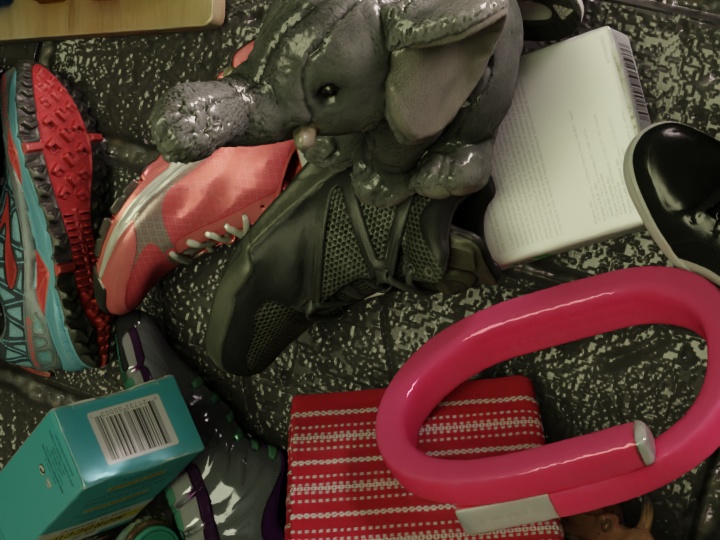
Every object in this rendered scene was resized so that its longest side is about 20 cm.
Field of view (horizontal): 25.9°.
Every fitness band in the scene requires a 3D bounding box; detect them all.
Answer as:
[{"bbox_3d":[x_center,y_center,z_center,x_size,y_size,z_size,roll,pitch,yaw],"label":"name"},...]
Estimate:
[{"bbox_3d":[0.101,0.062,0.805,0.198,0.145,0.038,-16,125,21],"label":"fitness band"}]

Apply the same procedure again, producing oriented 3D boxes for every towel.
[{"bbox_3d":[0.031,0.123,0.821,0.142,0.201,0.023,-6,122,3],"label":"towel"}]

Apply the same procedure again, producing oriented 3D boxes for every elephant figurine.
[{"bbox_3d":[0.005,-0.105,0.727,0.140,0.200,0.158,2,81,17],"label":"elephant figurine"}]

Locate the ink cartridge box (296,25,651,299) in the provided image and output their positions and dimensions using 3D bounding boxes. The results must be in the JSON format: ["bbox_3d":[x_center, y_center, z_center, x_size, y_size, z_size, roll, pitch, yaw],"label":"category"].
[{"bbox_3d":[0.069,-0.055,0.896,0.198,0.050,0.110,-17,86,22],"label":"ink cartridge box"}]

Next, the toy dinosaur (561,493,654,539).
[{"bbox_3d":[0.074,0.135,0.880,0.199,0.086,0.136,39,102,24],"label":"toy dinosaur"}]

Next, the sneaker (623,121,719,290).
[{"bbox_3d":[0.225,-0.011,0.786,0.073,0.112,0.200,-41,87,-18],"label":"sneaker"}]

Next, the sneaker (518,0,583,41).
[{"bbox_3d":[0.055,-0.195,0.904,0.198,0.076,0.117,9,67,34],"label":"sneaker"}]

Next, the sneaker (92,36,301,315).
[{"bbox_3d":[-0.084,-0.043,0.940,0.087,0.074,0.201,39,96,10],"label":"sneaker"}]

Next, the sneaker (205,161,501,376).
[{"bbox_3d":[0.000,0.000,0.858,0.114,0.076,0.200,45,102,21],"label":"sneaker"}]

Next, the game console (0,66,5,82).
[{"bbox_3d":[-0.304,-0.042,1.004,0.115,0.176,0.203,11,99,0],"label":"game console"}]

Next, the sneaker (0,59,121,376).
[{"bbox_3d":[-0.216,-0.032,0.998,0.094,0.079,0.203,-12,83,26],"label":"sneaker"}]

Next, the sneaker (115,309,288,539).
[{"bbox_3d":[-0.086,0.110,0.964,0.087,0.074,0.202,-21,78,-9],"label":"sneaker"}]

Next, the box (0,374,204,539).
[{"bbox_3d":[-0.173,0.133,0.929,0.200,0.082,0.050,-45,66,48],"label":"box"}]

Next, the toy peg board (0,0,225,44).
[{"bbox_3d":[-0.193,-0.253,0.977,0.197,0.098,0.203,0,90,22],"label":"toy peg board"}]

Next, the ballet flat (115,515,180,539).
[{"bbox_3d":[-0.152,0.251,0.983,0.073,0.074,0.203,6,90,22],"label":"ballet flat"}]
